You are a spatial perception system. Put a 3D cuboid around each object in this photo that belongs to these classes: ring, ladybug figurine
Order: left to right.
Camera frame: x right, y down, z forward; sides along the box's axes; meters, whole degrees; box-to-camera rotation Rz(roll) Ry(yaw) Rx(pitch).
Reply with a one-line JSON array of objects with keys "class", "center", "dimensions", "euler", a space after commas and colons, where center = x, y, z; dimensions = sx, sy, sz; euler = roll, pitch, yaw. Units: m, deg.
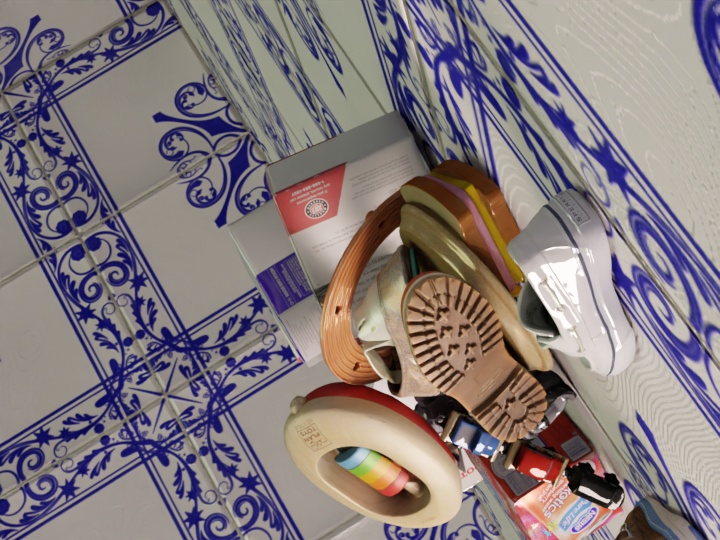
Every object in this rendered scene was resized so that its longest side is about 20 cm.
[{"class": "ladybug figurine", "center": [0.014, 0.166, 1.494], "dimensions": [0.200, 0.135, 0.072], "euler": [40, -137, -27]}, {"class": "ring", "center": [0.030, 0.010, 1.444], "dimensions": [0.019, 0.201, 0.201], "euler": [30, 160, 32]}]

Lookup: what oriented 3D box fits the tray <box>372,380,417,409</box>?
[{"class": "tray", "center": [0.069, 0.109, 1.730], "dimensions": [0.022, 0.106, 0.202], "euler": [-90, 11, -61]}]

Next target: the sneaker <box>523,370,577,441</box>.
[{"class": "sneaker", "center": [0.142, 0.096, 1.511], "dimensions": [0.114, 0.076, 0.200], "euler": [43, -167, -3]}]

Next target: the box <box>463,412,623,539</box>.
[{"class": "box", "center": [0.174, 0.192, 1.652], "dimensions": [0.096, 0.099, 0.200], "euler": [62, 175, -32]}]

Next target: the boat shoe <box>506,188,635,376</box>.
[{"class": "boat shoe", "center": [0.136, 0.019, 1.090], "dimensions": [0.074, 0.066, 0.201], "euler": [56, 175, 38]}]

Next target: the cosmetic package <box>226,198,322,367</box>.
[{"class": "cosmetic package", "center": [-0.027, -0.016, 1.905], "dimensions": [0.167, 0.199, 0.167], "euler": [58, 175, 13]}]

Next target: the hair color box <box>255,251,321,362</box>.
[{"class": "hair color box", "center": [0.000, 0.000, 1.674], "dimensions": [0.065, 0.199, 0.110], "euler": [58, 176, 32]}]

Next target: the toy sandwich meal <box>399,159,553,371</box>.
[{"class": "toy sandwich meal", "center": [0.106, -0.004, 1.348], "dimensions": [0.205, 0.070, 0.205], "euler": [47, 173, 7]}]

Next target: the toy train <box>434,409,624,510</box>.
[{"class": "toy train", "center": [0.159, 0.178, 1.490], "dimensions": [0.198, 0.034, 0.046], "euler": [24, -169, -13]}]

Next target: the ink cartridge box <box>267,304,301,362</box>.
[{"class": "ink cartridge box", "center": [-0.024, 0.043, 2.297], "dimensions": [0.085, 0.199, 0.145], "euler": [61, 176, 9]}]

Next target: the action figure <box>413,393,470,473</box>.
[{"class": "action figure", "center": [0.070, 0.141, 1.606], "dimensions": [0.131, 0.069, 0.200], "euler": [62, 172, 19]}]

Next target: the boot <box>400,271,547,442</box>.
[{"class": "boot", "center": [0.071, 0.054, 1.302], "dimensions": [0.107, 0.075, 0.200], "euler": [48, 176, 44]}]

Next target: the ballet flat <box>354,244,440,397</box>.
[{"class": "ballet flat", "center": [0.031, 0.054, 1.404], "dimensions": [0.201, 0.067, 0.069], "euler": [73, -172, -50]}]

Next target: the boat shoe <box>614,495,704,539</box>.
[{"class": "boat shoe", "center": [0.241, 0.241, 1.363], "dimensions": [0.073, 0.072, 0.200], "euler": [59, 176, 6]}]

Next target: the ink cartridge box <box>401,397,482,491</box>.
[{"class": "ink cartridge box", "center": [0.112, 0.144, 1.851], "dimensions": [0.201, 0.128, 0.125], "euler": [62, 175, -26]}]

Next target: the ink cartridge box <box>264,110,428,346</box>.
[{"class": "ink cartridge box", "center": [0.011, -0.030, 1.555], "dimensions": [0.083, 0.146, 0.201], "euler": [-112, 0, -64]}]
